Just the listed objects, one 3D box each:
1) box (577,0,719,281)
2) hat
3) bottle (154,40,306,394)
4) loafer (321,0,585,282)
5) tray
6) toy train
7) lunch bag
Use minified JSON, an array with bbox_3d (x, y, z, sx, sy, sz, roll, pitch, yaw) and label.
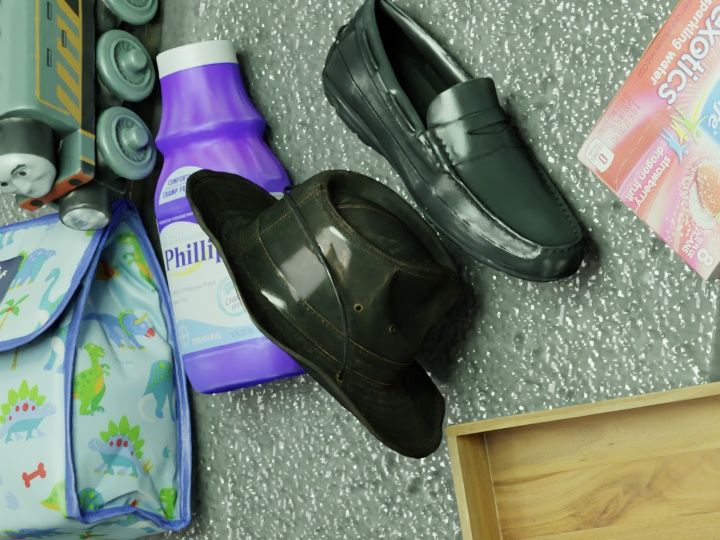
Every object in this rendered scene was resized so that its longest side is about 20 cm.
[{"bbox_3d":[0.214,-0.103,1.373,0.103,0.094,0.200,45,119,25],"label":"box"},{"bbox_3d":[0.000,0.000,1.498,0.081,0.200,0.201,-41,69,14],"label":"hat"},{"bbox_3d":[-0.078,-0.032,1.618,0.083,0.065,0.201,-13,86,36],"label":"bottle"},{"bbox_3d":[0.052,-0.072,1.512,0.201,0.068,0.071,48,134,28],"label":"loafer"},{"bbox_3d":[0.142,0.117,1.483,0.199,0.037,0.099,-12,87,38],"label":"tray"},{"bbox_3d":[-0.182,-0.123,1.638,0.085,0.114,0.201,-24,56,37],"label":"toy train"},{"bbox_3d":[-0.198,0.066,1.689,0.169,0.127,0.201,-11,74,39],"label":"lunch bag"}]
